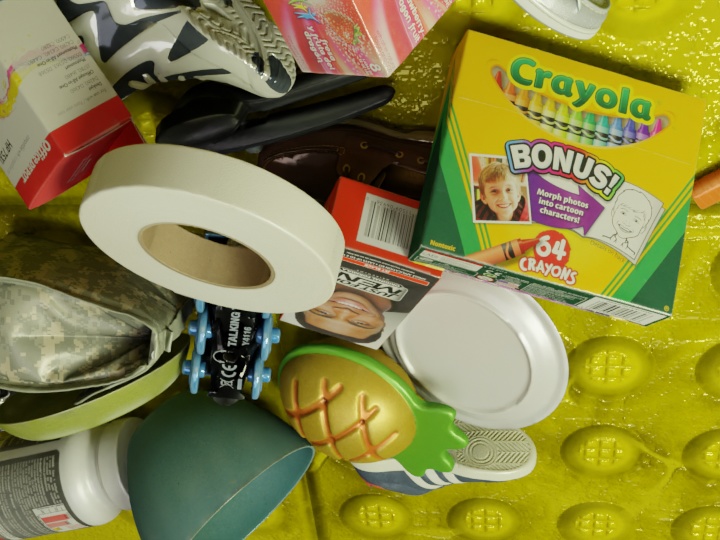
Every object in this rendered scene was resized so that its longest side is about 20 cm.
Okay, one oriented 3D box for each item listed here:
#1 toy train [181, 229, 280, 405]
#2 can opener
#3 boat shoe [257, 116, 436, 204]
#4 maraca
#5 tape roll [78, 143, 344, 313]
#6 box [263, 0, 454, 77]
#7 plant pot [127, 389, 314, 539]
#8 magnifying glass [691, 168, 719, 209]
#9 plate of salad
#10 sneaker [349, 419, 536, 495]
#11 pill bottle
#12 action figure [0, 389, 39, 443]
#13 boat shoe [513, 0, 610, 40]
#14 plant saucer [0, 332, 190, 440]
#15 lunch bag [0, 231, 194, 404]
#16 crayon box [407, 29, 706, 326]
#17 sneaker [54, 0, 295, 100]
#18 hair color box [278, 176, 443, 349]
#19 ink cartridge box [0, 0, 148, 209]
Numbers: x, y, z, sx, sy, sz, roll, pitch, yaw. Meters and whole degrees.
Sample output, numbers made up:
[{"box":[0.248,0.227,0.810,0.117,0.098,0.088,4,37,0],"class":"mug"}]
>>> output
[{"box":[-0.114,0.030,1.043,0.085,0.115,0.202,6,133,-6],"class":"toy train"},{"box":[-0.068,-0.128,0.932,0.196,0.079,0.064,-12,129,4],"class":"can opener"},{"box":[0.007,-0.081,0.956,0.196,0.068,0.073,4,133,5],"class":"boat shoe"},{"box":[0.009,0.137,1.116,0.197,0.108,0.138,26,140,4],"class":"maraca"},{"box":[-0.110,-0.026,0.851,0.199,0.038,0.203,12,157,5],"class":"tape roll"},{"box":[-0.023,-0.242,0.773,0.094,0.103,0.201,13,143,44],"class":"box"},{"box":[-0.163,0.203,1.178,0.135,0.199,0.201,46,133,16],"class":"plant pot"},{"box":[0.357,-0.105,0.917,0.198,0.023,0.080,-31,122,28],"class":"magnifying glass"},{"box":[0.106,0.067,1.083,0.197,0.048,0.203,19,132,22],"class":"plate of salad"},{"box":[0.088,0.200,1.202,0.196,0.076,0.085,2,140,15],"class":"sneaker"},{"box":[-0.323,0.225,1.250,0.197,0.117,0.117,-13,129,20],"class":"pill bottle"},{"box":[-0.377,0.116,1.171,0.198,0.102,0.121,2,114,-49],"class":"action figure"},{"box":[0.114,-0.245,0.791,0.064,0.075,0.202,-29,115,35],"class":"boat shoe"},{"box":[-0.249,0.113,1.086,0.197,0.200,0.032,-15,103,21],"class":"plant saucer"},{"box":[-0.253,0.043,1.029,0.196,0.164,0.120,7,104,2],"class":"lunch bag"},{"box":[0.151,-0.069,0.875,0.196,0.176,0.058,15,167,-6],"class":"crayon box"},{"box":[-0.156,-0.166,0.898,0.197,0.080,0.130,25,133,-14],"class":"sneaker"},{"box":[0.000,0.000,0.969,0.100,0.062,0.200,17,158,-7],"class":"hair color box"},{"box":[-0.248,-0.129,0.874,0.202,0.067,0.116,56,147,-2],"class":"ink cartridge box"}]
